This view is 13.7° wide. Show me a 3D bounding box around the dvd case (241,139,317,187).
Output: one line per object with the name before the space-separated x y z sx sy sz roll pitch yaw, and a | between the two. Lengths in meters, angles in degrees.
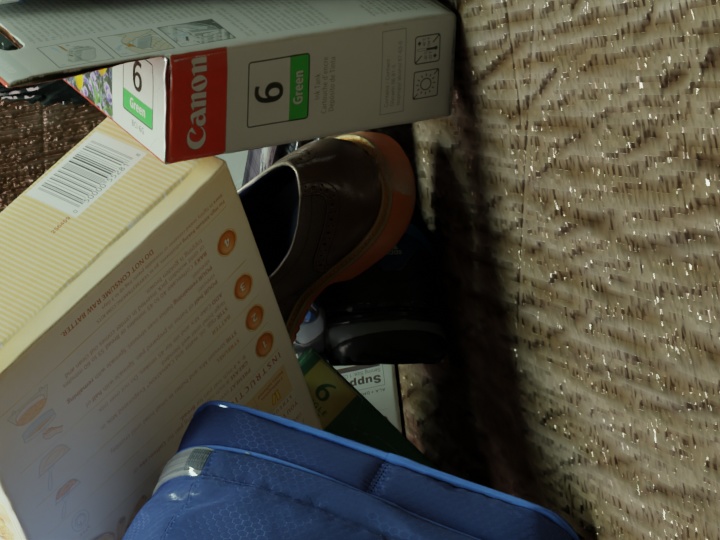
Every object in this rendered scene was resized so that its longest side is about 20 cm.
dvd case | -0.029 -0.093 1.431 0.149 0.016 0.201 -121 42 -73

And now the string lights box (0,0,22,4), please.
string lights box | -0.075 -0.161 1.236 0.103 0.199 0.059 -119 22 -65

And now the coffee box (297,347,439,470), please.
coffee box | -0.005 0.101 1.437 0.123 0.044 0.200 45 170 -1

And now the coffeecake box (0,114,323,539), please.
coffeecake box | -0.103 0.064 1.247 0.073 0.154 0.200 23 145 37

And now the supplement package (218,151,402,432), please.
supplement package | -0.077 0.023 1.640 0.200 0.155 0.111 -119 20 -65

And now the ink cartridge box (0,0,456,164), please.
ink cartridge box | -0.072 -0.088 1.228 0.109 0.199 0.051 39 134 52

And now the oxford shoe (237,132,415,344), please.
oxford shoe | -0.061 0.005 1.345 0.200 0.073 0.071 -48 60 35

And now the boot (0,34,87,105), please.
boot | -0.131 -0.173 1.523 0.076 0.199 0.169 57 -142 -66

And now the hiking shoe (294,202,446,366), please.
hiking shoe | 0.000 0.000 1.432 0.200 0.074 0.087 -179 89 -73

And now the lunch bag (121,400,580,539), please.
lunch bag | 0.000 0.142 1.173 0.136 0.199 0.133 91 -159 -52
